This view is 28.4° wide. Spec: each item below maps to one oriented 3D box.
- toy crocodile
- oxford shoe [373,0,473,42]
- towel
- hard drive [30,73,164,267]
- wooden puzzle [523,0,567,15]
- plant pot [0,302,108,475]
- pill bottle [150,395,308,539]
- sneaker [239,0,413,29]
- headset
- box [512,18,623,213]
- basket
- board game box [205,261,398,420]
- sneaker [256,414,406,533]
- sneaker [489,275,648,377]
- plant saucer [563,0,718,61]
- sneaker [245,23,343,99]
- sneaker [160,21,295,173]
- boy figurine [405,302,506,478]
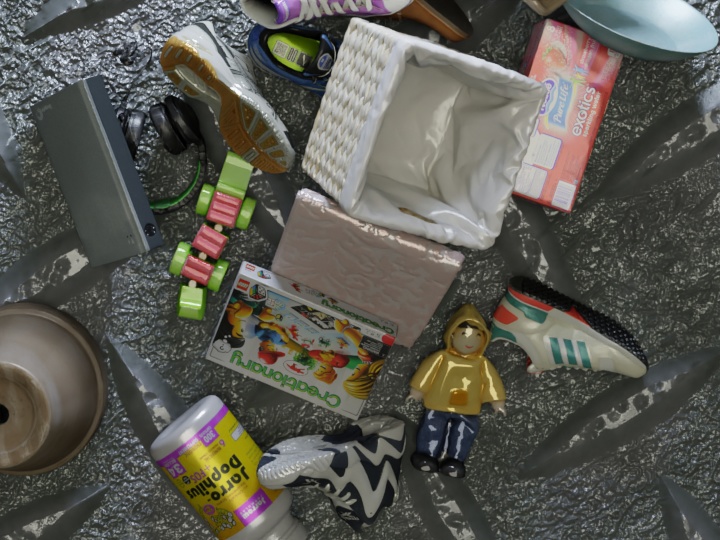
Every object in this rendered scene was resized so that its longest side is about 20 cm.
[{"bbox_3d":[-0.172,-0.040,1.663,0.067,0.062,0.202,23,93,-5],"label":"toy crocodile"},{"bbox_3d":[0.040,-0.317,1.654,0.199,0.071,0.072,33,119,-1],"label":"oxford shoe"},{"bbox_3d":[0.000,0.000,1.629,0.198,0.192,0.033,21,54,-4],"label":"towel"},{"bbox_3d":[-0.300,-0.110,1.618,0.033,0.139,0.203,-24,98,-37],"label":"hard drive"},{"bbox_3d":[0.191,-0.374,1.592,0.185,0.037,0.199,43,54,17],"label":"wooden puzzle"},{"bbox_3d":[-0.394,0.148,1.614,0.197,0.174,0.203,0,96,-2],"label":"plant pot"},{"bbox_3d":[-0.149,0.253,1.671,0.104,0.104,0.201,-39,96,1],"label":"pill bottle"},{"bbox_3d":[-0.040,-0.300,1.587,0.198,0.115,0.074,4,124,25],"label":"sneaker"},{"bbox_3d":[-0.243,-0.160,1.632,0.122,0.094,0.203,-9,107,-2],"label":"headset"},{"bbox_3d":[0.221,-0.178,1.654,0.101,0.095,0.203,17,94,-5],"label":"box"},{"bbox_3d":[0.065,-0.153,1.580,0.196,0.161,0.203,12,103,-29],"label":"basket"},{"bbox_3d":[-0.069,0.083,1.671,0.198,0.035,0.127,22,118,-4],"label":"board game box"},{"bbox_3d":[-0.029,0.257,1.668,0.197,0.079,0.132,-16,108,-40],"label":"sneaker"},{"bbox_3d":[0.245,0.089,1.703,0.198,0.071,0.094,28,111,-7],"label":"sneaker"},{"bbox_3d":[0.306,-0.282,1.614,0.198,0.202,0.039,17,122,-5],"label":"plant saucer"},{"bbox_3d":[-0.036,-0.230,1.637,0.197,0.089,0.080,18,95,-10],"label":"sneaker"},{"bbox_3d":[-0.136,-0.205,1.637,0.075,0.088,0.200,-30,106,39],"label":"sneaker"},{"bbox_3d":[0.119,0.142,1.696,0.123,0.064,0.203,14,98,-2],"label":"boy figurine"}]
